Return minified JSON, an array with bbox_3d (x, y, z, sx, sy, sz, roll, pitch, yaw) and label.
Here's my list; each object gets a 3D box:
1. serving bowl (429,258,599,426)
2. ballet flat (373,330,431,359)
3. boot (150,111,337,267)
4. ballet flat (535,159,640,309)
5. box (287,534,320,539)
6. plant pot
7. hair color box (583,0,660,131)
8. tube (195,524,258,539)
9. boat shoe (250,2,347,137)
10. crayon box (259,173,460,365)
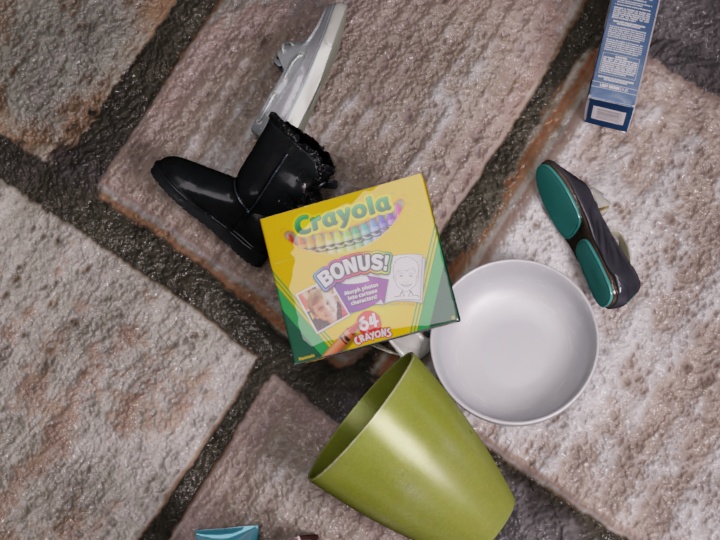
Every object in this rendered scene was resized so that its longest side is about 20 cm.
[{"bbox_3d":[0.181,0.092,1.510,0.197,0.066,0.203,-2,68,5],"label":"serving bowl"},{"bbox_3d":[0.001,0.046,1.547,0.199,0.069,0.070,37,84,9],"label":"ballet flat"},{"bbox_3d":[-0.139,-0.120,1.559,0.198,0.073,0.163,40,105,4],"label":"boot"},{"bbox_3d":[0.279,-0.048,1.540,0.072,0.073,0.202,-24,72,0],"label":"ballet flat"},{"bbox_3d":[-0.072,0.354,1.423,0.074,0.200,0.101,-21,79,-2],"label":"box"},{"bbox_3d":[0.074,0.230,1.459,0.200,0.187,0.188,40,85,-4],"label":"plant pot"},{"bbox_3d":[0.324,-0.283,1.556,0.060,0.100,0.203,14,81,9],"label":"hair color box"},{"bbox_3d":[-0.154,0.405,1.503,0.076,0.050,0.203,-3,74,-3],"label":"tube"},{"bbox_3d":[-0.079,-0.252,1.600,0.071,0.070,0.203,23,86,3],"label":"boat shoe"},{"bbox_3d":[0.000,0.000,1.483,0.197,0.058,0.175,-15,85,6],"label":"crayon box"}]
